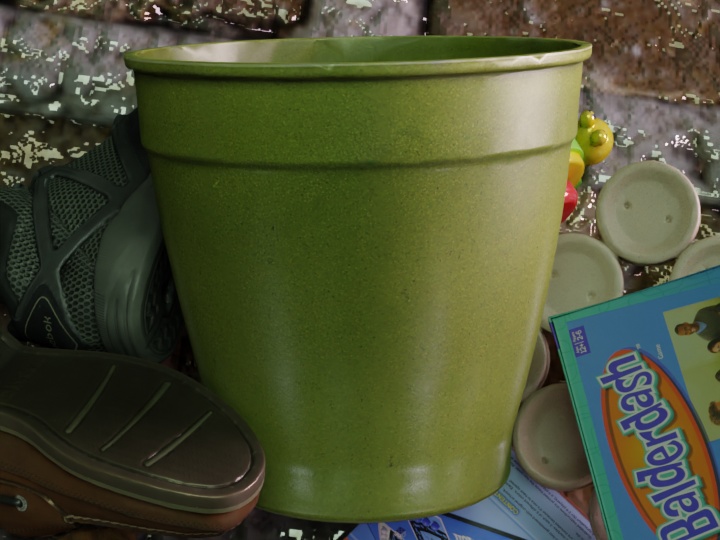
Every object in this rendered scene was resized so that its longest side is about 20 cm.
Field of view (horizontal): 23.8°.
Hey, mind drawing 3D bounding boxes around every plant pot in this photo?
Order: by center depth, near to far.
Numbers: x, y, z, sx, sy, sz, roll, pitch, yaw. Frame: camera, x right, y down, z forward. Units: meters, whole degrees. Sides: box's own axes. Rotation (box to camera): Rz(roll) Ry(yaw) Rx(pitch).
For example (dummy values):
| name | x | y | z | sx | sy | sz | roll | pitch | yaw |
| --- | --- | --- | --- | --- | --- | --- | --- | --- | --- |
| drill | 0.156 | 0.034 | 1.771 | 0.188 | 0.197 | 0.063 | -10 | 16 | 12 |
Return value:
| name | x | y | z | sx | sy | sz | roll | pitch | yaw |
| --- | --- | --- | --- | --- | --- | --- | --- | --- | --- |
| plant pot | 0.000 | 0.000 | 0.744 | 0.198 | 0.200 | 0.195 | -2 | 100 | -9 |

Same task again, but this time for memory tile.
| name | x | y | z | sx | sy | sz | roll | pitch | yaw |
| --- | --- | --- | --- | --- | --- | --- | --- | --- | --- |
| memory tile | 0.150 | 0.061 | 0.798 | 0.153 | 0.017 | 0.200 | -44 | 77 | 4 |

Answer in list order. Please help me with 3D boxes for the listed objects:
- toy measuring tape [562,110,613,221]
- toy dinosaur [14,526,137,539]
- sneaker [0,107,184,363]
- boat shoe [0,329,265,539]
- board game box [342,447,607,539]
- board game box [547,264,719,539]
| name | x | y | z | sx | sy | sz | roll | pitch | yaw |
| --- | --- | --- | --- | --- | --- | --- | --- | --- | --- |
| toy measuring tape | 0.046 | -0.037 | 0.853 | 0.199 | 0.074 | 0.074 | -24 | 70 | -19 |
| toy dinosaur | -0.171 | 0.138 | 0.706 | 0.060 | 0.106 | 0.200 | 45 | 23 | 17 |
| sneaker | -0.125 | -0.040 | 0.824 | 0.113 | 0.077 | 0.200 | 3 | 48 | 14 |
| boat shoe | -0.128 | 0.076 | 0.724 | 0.199 | 0.068 | 0.072 | 18 | 33 | 23 |
| board game box | 0.090 | 0.168 | 0.790 | 0.200 | 0.019 | 0.103 | 43 | 64 | 12 |
| board game box | 0.193 | 0.060 | 0.724 | 0.198 | 0.045 | 0.153 | -17 | 51 | 9 |
